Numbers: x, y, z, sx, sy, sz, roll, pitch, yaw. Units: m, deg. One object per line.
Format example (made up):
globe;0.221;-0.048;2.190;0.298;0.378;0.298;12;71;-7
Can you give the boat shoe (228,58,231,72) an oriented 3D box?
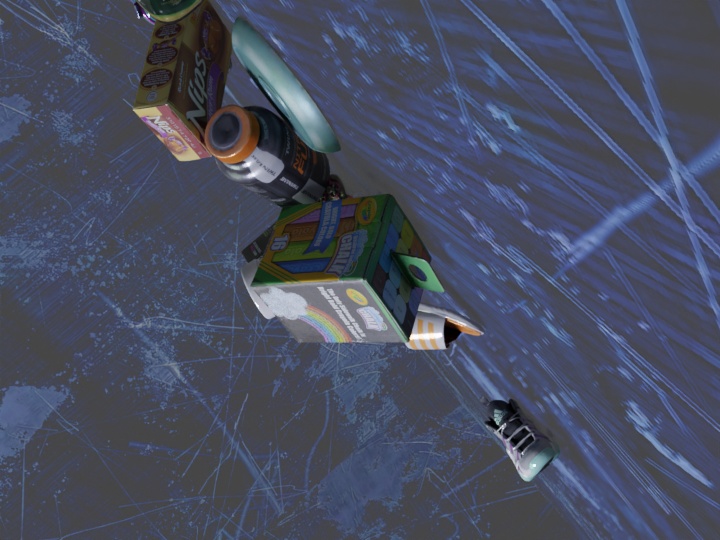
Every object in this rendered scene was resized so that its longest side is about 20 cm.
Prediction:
boat shoe;-0.239;-0.332;1.201;0.066;0.074;0.199;55;-178;-5

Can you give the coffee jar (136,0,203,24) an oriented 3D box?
coffee jar;-0.211;-0.323;0.796;0.105;0.085;0.200;50;178;-6

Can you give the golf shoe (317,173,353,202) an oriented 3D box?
golf shoe;-0.004;-0.051;1.177;0.072;0.092;0.202;-20;92;43

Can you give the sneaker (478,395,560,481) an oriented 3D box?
sneaker;0.243;0.257;1.258;0.140;0.078;0.200;49;177;9

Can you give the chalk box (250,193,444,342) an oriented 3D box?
chalk box;0.000;0.000;0.897;0.198;0.125;0.125;-4;141;29

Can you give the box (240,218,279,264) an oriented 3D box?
box;-0.069;-0.026;1.279;0.149;0.200;0.124;51;177;-24

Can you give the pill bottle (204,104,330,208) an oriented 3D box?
pill bottle;-0.128;-0.156;1.066;0.106;0.106;0.200;49;-169;24

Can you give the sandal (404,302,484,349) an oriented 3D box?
sandal;0.067;0.074;1.037;0.205;0.060;0.079;12;169;33

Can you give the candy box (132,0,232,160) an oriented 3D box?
candy box;-0.230;-0.263;1.036;0.117;0.056;0.202;55;-145;-58

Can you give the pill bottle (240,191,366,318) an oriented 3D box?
pill bottle;-0.058;-0.015;1.071;0.112;0.199;0.111;62;-178;-4

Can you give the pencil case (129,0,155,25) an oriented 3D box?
pencil case;-0.314;-0.424;1.167;0.200;0.084;0.093;-131;31;-51

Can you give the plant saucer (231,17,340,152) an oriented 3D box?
plant saucer;-0.097;-0.219;0.960;0.201;0.027;0.200;50;177;3
